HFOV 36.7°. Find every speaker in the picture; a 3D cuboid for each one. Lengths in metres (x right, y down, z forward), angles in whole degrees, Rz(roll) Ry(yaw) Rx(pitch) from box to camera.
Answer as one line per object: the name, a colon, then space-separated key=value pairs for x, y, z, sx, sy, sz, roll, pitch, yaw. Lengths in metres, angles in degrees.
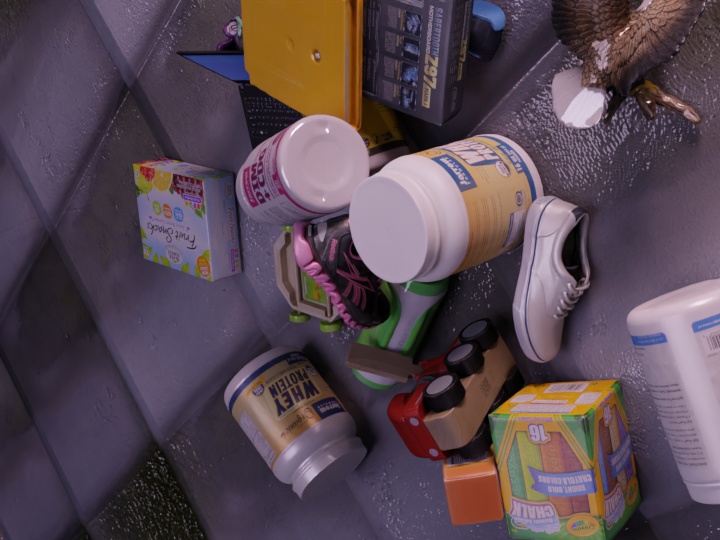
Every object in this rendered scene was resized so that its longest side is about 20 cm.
speaker: x=0.051 y=0.067 z=1.448 sx=0.088 sy=0.088 sz=0.200 roll=45 pitch=134 yaw=26

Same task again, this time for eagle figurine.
eagle figurine: x=0.259 y=-0.238 z=1.047 sx=0.151 sy=0.200 sz=0.152 roll=2 pitch=65 yaw=15

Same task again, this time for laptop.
laptop: x=-0.146 y=-0.221 z=1.523 sx=0.177 sy=0.103 sz=0.201 roll=12 pitch=120 yaw=46

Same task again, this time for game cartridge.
game cartridge: x=-0.073 y=-0.276 z=1.300 sx=0.200 sy=0.032 sz=0.177 roll=35 pitch=138 yaw=38

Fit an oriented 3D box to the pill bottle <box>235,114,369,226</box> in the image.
pill bottle: x=-0.078 y=-0.114 z=1.314 sx=0.200 sy=0.113 sz=0.114 roll=-13 pitch=96 yaw=66

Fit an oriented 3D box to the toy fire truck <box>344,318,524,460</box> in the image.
toy fire truck: x=0.073 y=0.145 z=1.349 sx=0.200 sy=0.176 sz=0.129 roll=-18 pitch=112 yaw=38

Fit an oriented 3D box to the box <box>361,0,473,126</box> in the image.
box: x=0.047 y=-0.282 z=1.232 sx=0.157 sy=0.051 sz=0.201 roll=25 pitch=133 yaw=27

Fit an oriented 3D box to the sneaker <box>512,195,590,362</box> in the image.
sneaker: x=0.223 y=0.017 z=1.244 sx=0.071 sy=0.073 sz=0.201 roll=20 pitch=119 yaw=46

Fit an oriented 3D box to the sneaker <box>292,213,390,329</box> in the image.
sneaker: x=0.000 y=0.000 z=1.311 sx=0.095 sy=0.200 sz=0.079 roll=-23 pitch=49 yaw=17

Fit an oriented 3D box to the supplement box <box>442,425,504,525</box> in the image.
supplement box: x=0.135 y=0.232 z=1.340 sx=0.068 sy=0.200 sz=0.067 roll=-10 pitch=107 yaw=8

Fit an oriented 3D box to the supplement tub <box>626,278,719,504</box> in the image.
supplement tub: x=0.359 y=0.117 z=1.088 sx=0.132 sy=0.132 sz=0.201 roll=-18 pitch=91 yaw=50

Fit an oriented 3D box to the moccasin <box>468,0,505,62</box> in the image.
moccasin: x=0.077 y=-0.296 z=1.279 sx=0.200 sy=0.080 sz=0.068 roll=33 pitch=132 yaw=37

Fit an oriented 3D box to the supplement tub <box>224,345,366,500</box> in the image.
supplement tub: x=-0.096 y=0.228 z=1.631 sx=0.200 sy=0.144 sz=0.145 roll=50 pitch=136 yaw=22

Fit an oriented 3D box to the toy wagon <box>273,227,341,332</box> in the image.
toy wagon: x=-0.053 y=0.010 z=1.578 sx=0.200 sy=0.039 sz=0.156 roll=15 pitch=116 yaw=44

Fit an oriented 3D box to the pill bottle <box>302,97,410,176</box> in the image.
pill bottle: x=-0.021 y=-0.214 z=1.393 sx=0.112 sy=0.112 sz=0.201 roll=-24 pitch=87 yaw=50

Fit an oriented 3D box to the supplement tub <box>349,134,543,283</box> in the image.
supplement tub: x=0.100 y=-0.070 z=1.249 sx=0.144 sy=0.200 sz=0.145 roll=21 pitch=120 yaw=41

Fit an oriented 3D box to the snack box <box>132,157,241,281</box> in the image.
snack box: x=-0.284 y=-0.086 z=1.774 sx=0.200 sy=0.068 sz=0.169 roll=18 pitch=117 yaw=44

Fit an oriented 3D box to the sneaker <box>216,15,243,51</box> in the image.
sneaker: x=-0.133 y=-0.335 z=1.480 sx=0.200 sy=0.087 sz=0.075 roll=-45 pitch=54 yaw=47

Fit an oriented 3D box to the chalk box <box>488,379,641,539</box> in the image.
chalk box: x=0.242 y=0.241 z=1.257 sx=0.124 sy=0.124 sz=0.201 roll=-6 pitch=100 yaw=35
